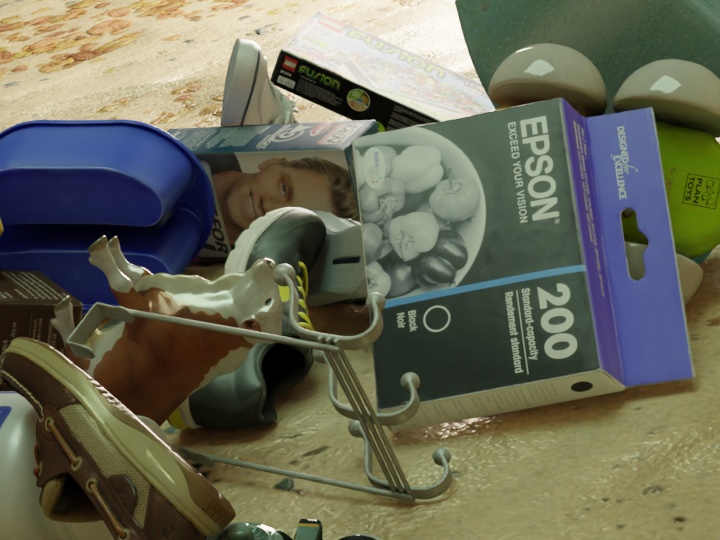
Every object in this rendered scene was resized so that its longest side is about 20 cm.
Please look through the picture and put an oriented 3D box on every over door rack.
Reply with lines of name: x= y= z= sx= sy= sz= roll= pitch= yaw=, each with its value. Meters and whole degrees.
over door rack: x=-0.055 y=0.069 z=1.168 sx=0.200 sy=0.148 sz=0.067 roll=-2 pitch=44 yaw=25

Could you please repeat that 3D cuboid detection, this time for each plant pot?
plant pot: x=0.190 y=-0.194 z=1.509 sx=0.196 sy=0.200 sz=0.196 roll=-46 pitch=3 yaw=32

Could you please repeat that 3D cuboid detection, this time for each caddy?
caddy: x=-0.217 y=-0.046 z=1.552 sx=0.200 sy=0.142 sz=0.105 roll=1 pitch=30 yaw=9

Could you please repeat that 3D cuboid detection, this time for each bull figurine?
bull figurine: x=-0.137 y=0.045 z=1.244 sx=0.200 sy=0.121 sz=0.065 roll=-46 pitch=-2 yaw=29

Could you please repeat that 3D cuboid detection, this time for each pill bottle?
pill bottle: x=-0.216 y=0.128 z=1.179 sx=0.200 sy=0.112 sz=0.112 roll=-1 pitch=25 yaw=27

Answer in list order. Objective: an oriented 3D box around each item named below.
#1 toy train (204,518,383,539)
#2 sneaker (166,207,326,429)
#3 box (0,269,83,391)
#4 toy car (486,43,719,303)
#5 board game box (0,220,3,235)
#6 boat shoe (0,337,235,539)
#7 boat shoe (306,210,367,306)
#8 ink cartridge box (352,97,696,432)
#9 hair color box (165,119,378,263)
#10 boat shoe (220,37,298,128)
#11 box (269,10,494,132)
toy train: x=-0.034 y=0.191 z=0.972 sx=0.114 sy=0.085 sz=0.200 roll=3 pitch=22 yaw=7
sneaker: x=-0.060 y=0.039 z=1.350 sx=0.085 sy=0.075 sz=0.200 roll=11 pitch=51 yaw=24
box: x=-0.311 y=0.041 z=1.405 sx=0.200 sy=0.075 sz=0.100 roll=4 pitch=12 yaw=-29
toy car: x=0.168 y=-0.052 z=1.365 sx=0.200 sy=0.175 sz=0.150 roll=9 pitch=-14 yaw=16
board game box: x=-0.323 y=-0.024 z=1.515 sx=0.030 sy=0.096 sz=0.200 roll=-6 pitch=-24 yaw=-32
boat shoe: x=-0.148 y=0.102 z=1.055 sx=0.072 sy=0.072 sz=0.200 roll=-49 pitch=48 yaw=-7
boat shoe: x=0.000 y=0.000 z=1.432 sx=0.071 sy=0.072 sz=0.200 roll=14 pitch=0 yaw=-21
ink cartridge box: x=0.101 y=-0.010 z=1.256 sx=0.200 sy=0.043 sz=0.198 roll=-11 pitch=65 yaw=11
hair color box: x=-0.075 y=-0.061 z=1.572 sx=0.200 sy=0.100 sz=0.061 roll=0 pitch=26 yaw=30
boat shoe: x=-0.083 y=-0.128 z=1.651 sx=0.065 sy=0.200 sz=0.074 roll=7 pitch=67 yaw=-2
box: x=0.032 y=-0.152 z=1.684 sx=0.200 sy=0.035 sz=0.110 roll=24 pitch=30 yaw=4
